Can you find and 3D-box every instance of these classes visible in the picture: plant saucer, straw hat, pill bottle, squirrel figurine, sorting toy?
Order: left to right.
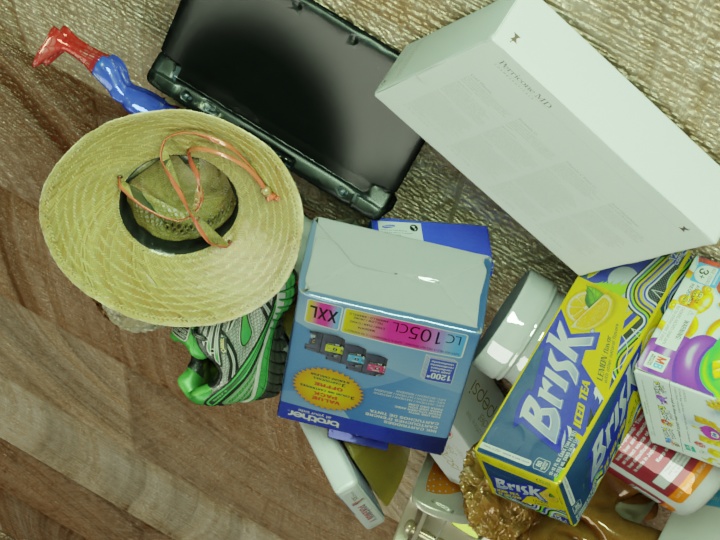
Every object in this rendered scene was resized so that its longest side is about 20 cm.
[{"bbox_3d":[-0.128,-0.059,1.328,0.201,0.085,0.201,3,131,3],"label":"straw hat"},{"bbox_3d":[-0.016,0.094,1.617,0.200,0.048,0.200,61,178,22],"label":"plant saucer"},{"bbox_3d":[0.135,0.249,1.802,0.180,0.107,0.200,21,154,3],"label":"sorting toy"},{"bbox_3d":[0.165,0.217,1.568,0.200,0.187,0.142,33,158,-2],"label":"squirrel figurine"},{"bbox_3d":[0.189,0.087,1.371,0.200,0.113,0.113,32,157,-1],"label":"pill bottle"}]

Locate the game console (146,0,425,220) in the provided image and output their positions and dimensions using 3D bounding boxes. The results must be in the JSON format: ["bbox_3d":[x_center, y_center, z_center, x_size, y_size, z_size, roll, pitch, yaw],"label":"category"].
[{"bbox_3d":[-0.041,-0.136,1.339,0.200,0.116,0.176,32,-173,2],"label":"game console"}]

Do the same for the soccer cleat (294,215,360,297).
[{"bbox_3d":[0.000,0.000,1.508,0.069,0.078,0.200,-6,157,44],"label":"soccer cleat"}]

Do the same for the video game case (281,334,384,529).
[{"bbox_3d":[-0.042,0.117,1.564,0.200,0.023,0.182,62,179,19],"label":"video game case"}]

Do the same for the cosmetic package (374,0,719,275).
[{"bbox_3d":[0.126,-0.084,1.185,0.200,0.052,0.151,40,158,-18],"label":"cosmetic package"}]

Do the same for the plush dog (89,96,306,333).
[{"bbox_3d":[-0.151,-0.023,1.499,0.160,0.172,0.200,34,159,-2],"label":"plush dog"}]

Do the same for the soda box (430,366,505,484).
[{"bbox_3d":[0.087,0.127,1.637,0.068,0.064,0.200,16,154,36],"label":"soda box"}]

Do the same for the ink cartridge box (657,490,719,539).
[{"bbox_3d":[0.320,0.284,1.489,0.145,0.200,0.147,6,146,46],"label":"ink cartridge box"}]

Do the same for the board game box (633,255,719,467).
[{"bbox_3d":[0.302,0.085,1.234,0.200,0.103,0.105,20,154,27],"label":"board game box"}]

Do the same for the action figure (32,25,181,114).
[{"bbox_3d":[-0.152,-0.116,1.385,0.200,0.052,0.065,29,-176,-1],"label":"action figure"}]

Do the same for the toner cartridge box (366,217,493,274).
[{"bbox_3d":[0.031,0.035,1.445,0.095,0.043,0.200,5,144,-14],"label":"toner cartridge box"}]

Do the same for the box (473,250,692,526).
[{"bbox_3d":[0.159,0.071,1.262,0.070,0.200,0.064,19,154,30],"label":"box"}]

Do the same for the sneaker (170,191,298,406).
[{"bbox_3d":[-0.101,0.027,1.420,0.078,0.085,0.200,41,138,45],"label":"sneaker"}]

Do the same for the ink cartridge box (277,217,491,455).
[{"bbox_3d":[0.014,0.061,1.370,0.136,0.076,0.200,13,144,1],"label":"ink cartridge box"}]
